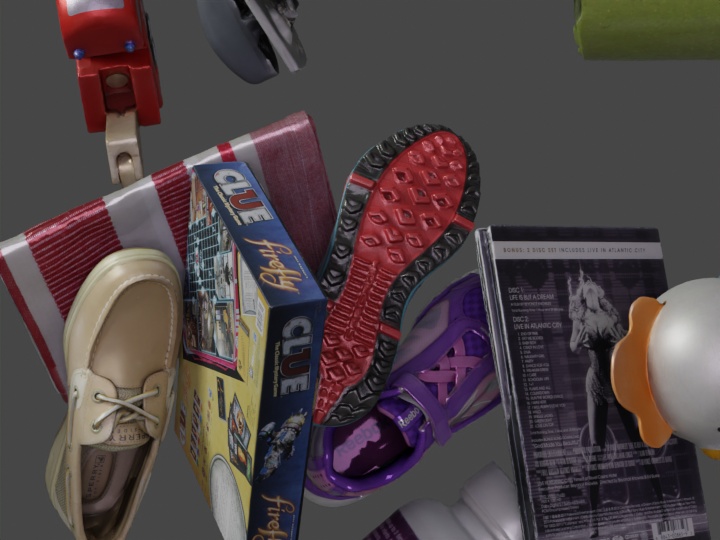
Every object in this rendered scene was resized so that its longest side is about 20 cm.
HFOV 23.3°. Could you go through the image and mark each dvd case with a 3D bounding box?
[{"bbox_3d":[0.142,0.072,1.053,0.148,0.016,0.201,-1,78,-39],"label":"dvd case"}]

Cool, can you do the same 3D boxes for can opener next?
[{"bbox_3d":[-0.095,-0.193,1.041,0.067,0.053,0.200,-25,123,16],"label":"can opener"}]

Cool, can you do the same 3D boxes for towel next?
[{"bbox_3d":[-0.106,-0.003,1.040,0.200,0.144,0.023,-24,47,-9],"label":"towel"}]

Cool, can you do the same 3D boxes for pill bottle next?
[{"bbox_3d":[0.031,0.211,1.062,0.200,0.112,0.112,-40,92,-2],"label":"pill bottle"}]

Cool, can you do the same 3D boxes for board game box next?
[{"bbox_3d":[-0.067,0.057,0.999,0.035,0.136,0.200,-9,130,-21],"label":"board game box"}]

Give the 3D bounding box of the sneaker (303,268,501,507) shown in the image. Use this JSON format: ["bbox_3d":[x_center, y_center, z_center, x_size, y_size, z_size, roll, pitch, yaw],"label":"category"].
[{"bbox_3d":[0.040,0.075,1.074,0.200,0.088,0.081,-40,91,-3],"label":"sneaker"}]

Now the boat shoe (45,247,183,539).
[{"bbox_3d":[-0.141,0.080,1.031,0.072,0.065,0.200,2,123,-27],"label":"boat shoe"}]

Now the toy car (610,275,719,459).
[{"bbox_3d":[0.226,0.069,1.007,0.199,0.184,0.178,-6,91,-24],"label":"toy car"}]

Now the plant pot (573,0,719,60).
[{"bbox_3d":[0.216,-0.201,1.045,0.189,0.200,0.201,-7,91,10],"label":"plant pot"}]

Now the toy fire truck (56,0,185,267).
[{"bbox_3d":[-0.141,-0.088,1.035,0.049,0.200,0.141,-9,63,-3],"label":"toy fire truck"}]

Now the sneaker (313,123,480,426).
[{"bbox_3d":[0.000,0.000,1.050,0.079,0.096,0.200,32,75,-9],"label":"sneaker"}]
